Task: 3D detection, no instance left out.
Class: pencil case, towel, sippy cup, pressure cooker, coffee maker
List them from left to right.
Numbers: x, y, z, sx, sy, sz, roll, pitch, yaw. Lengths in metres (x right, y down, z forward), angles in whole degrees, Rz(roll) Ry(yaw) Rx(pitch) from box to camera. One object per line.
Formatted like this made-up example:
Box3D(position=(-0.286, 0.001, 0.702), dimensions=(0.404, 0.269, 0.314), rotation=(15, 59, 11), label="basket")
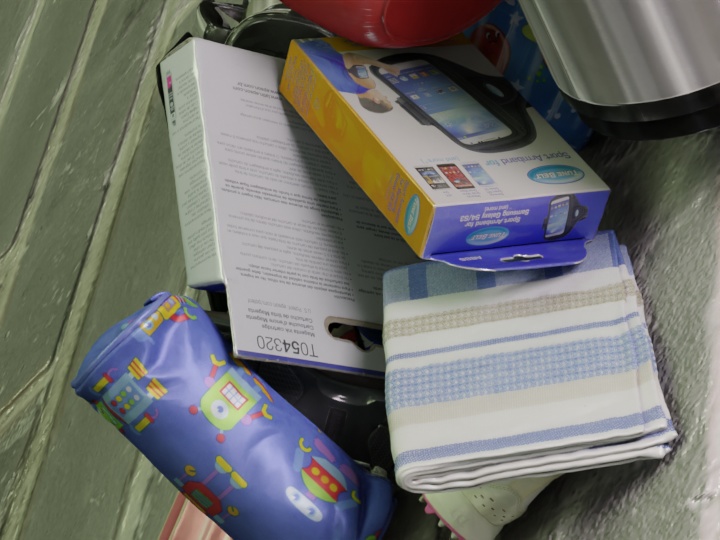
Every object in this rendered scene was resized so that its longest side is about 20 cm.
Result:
Box3D(position=(-0.065, 0.097, 1.447), dimensions=(0.087, 0.200, 0.078), rotation=(-50, 6, -22), label="pencil case")
Box3D(position=(-0.048, -0.113, 1.879), dimensions=(0.134, 0.193, 0.200), rotation=(-9, 18, 8), label="coffee maker")
Box3D(position=(0.085, 0.047, 1.388), dimensions=(0.146, 0.024, 0.200), rotation=(-9, 32, 3), label="towel")
Box3D(position=(0.115, -0.147, 1.586), dimensions=(0.178, 0.139, 0.131), rotation=(12, -80, -65), label="sippy cup")
Box3D(position=(0.166, -0.165, 1.380), dimensions=(0.178, 0.200, 0.176), rotation=(-9, 33, 31), label="pressure cooker")

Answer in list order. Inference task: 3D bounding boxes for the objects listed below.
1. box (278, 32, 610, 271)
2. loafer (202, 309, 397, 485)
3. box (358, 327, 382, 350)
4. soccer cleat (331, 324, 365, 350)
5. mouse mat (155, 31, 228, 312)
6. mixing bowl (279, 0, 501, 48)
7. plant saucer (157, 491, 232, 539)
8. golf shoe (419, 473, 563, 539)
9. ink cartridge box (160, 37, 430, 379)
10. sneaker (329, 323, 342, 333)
Box3D(position=(0.051, -0.069, 1.462), dimensions=(0.200, 0.119, 0.042), rotation=(49, 135, 44), label="box")
Box3D(position=(-0.030, 0.071, 1.515), dimensions=(0.063, 0.199, 0.072), rotation=(-79, 11, -68), label="loafer")
Box3D(position=(-0.019, 0.021, 1.749), dimensions=(0.200, 0.064, 0.070), rotation=(-22, 41, 61), label="box")
Box3D(position=(-0.041, 0.082, 1.576), dimensions=(0.068, 0.073, 0.201), rotation=(-25, 41, 28), label="soccer cleat")
Box3D(position=(-0.112, -0.064, 1.864), dimensions=(0.007, 0.201, 0.161), rotation=(-9, 14, 8), label="mouse mat")
Box3D(position=(0.029, -0.199, 1.466), dimensions=(0.200, 0.200, 0.109), rotation=(-48, 61, 29), label="mixing bowl")
Box3D(position=(-0.100, 0.170, 1.676), dimensions=(0.201, 0.051, 0.201), rotation=(-155, 90, -86), label="plant saucer")
Box3D(position=(0.080, 0.066, 1.450), dimensions=(0.091, 0.075, 0.200), rotation=(-34, 34, 26), label="golf shoe")
Box3D(position=(-0.020, -0.025, 1.520), dimensions=(0.043, 0.196, 0.201), rotation=(-28, 60, 44), label="ink cartridge box")
Box3D(position=(0.000, 0.000, 1.595), dimensions=(0.200, 0.090, 0.070), rotation=(-57, -2, -39), label="sneaker")
